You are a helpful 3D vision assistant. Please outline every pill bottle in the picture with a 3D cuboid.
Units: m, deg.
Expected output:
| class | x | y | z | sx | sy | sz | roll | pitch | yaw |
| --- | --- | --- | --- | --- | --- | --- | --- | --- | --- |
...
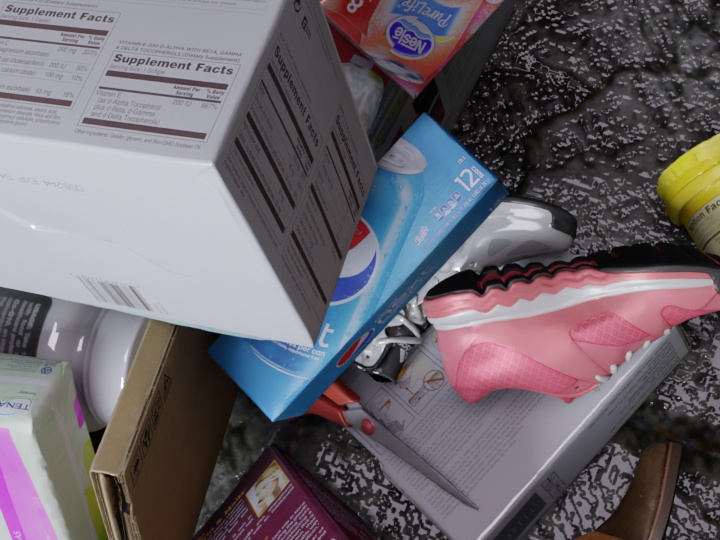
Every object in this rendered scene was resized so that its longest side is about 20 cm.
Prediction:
| class | x | y | z | sx | sy | sz | roll | pitch | yaw |
| --- | --- | --- | --- | --- | --- | --- | --- | --- | --- |
| pill bottle | -0.215 | 0.047 | 0.771 | 0.199 | 0.114 | 0.114 | 10 | 76 | 23 |

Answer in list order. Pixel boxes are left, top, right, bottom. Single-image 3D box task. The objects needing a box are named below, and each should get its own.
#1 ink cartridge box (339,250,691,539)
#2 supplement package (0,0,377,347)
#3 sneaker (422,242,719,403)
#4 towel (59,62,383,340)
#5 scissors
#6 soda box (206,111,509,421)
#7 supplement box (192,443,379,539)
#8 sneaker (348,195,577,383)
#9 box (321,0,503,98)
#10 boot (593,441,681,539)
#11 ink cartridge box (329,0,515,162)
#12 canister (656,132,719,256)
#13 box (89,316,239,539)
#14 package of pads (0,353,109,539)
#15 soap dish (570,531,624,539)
| class | x | y | z | sx | sy | sz | roll | pitch | yaw |
| --- | --- | --- | --- | --- | --- | --- | --- | --- | --- |
| ink cartridge box | 0.090 | 0.071 | 0.765 | 0.200 | 0.044 | 0.173 | -47 | 47 | -5 |
| supplement package | -0.113 | -0.061 | 0.536 | 0.199 | 0.156 | 0.111 | 10 | 63 | 20 |
| sneaker | 0.142 | 0.036 | 0.696 | 0.199 | 0.074 | 0.087 | -8 | 101 | 9 |
| towel | -0.103 | -0.055 | 0.649 | 0.199 | 0.048 | 0.172 | 11 | 67 | 20 |
| scissors | -0.002 | 0.090 | 0.740 | 0.200 | 0.014 | 0.073 | 20 | 115 | 38 |
| soda box | 0.000 | 0.000 | 0.704 | 0.064 | 0.068 | 0.200 | 43 | 97 | 12 |
| supplement box | -0.036 | 0.194 | 0.664 | 0.086 | 0.200 | 0.110 | 42 | 85 | -19 |
| sneaker | 0.050 | 0.018 | 0.764 | 0.200 | 0.076 | 0.116 | -7 | 73 | 23 |
| box | -0.007 | -0.203 | 0.674 | 0.103 | 0.095 | 0.200 | -47 | 43 | 9 |
| boot | 0.142 | 0.191 | 0.708 | 0.075 | 0.074 | 0.201 | 23 | 83 | 22 |
| ink cartridge box | 0.024 | -0.152 | 0.767 | 0.084 | 0.176 | 0.201 | 25 | 79 | 15 |
| canister | 0.305 | -0.007 | 0.725 | 0.148 | 0.087 | 0.201 | -27 | 73 | 2 |
| box | -0.110 | 0.088 | 0.690 | 0.021 | 0.164 | 0.200 | 6 | 46 | 7 |
| package of pads | -0.248 | 0.139 | 0.727 | 0.154 | 0.201 | 0.068 | 5 | 38 | 12 |
| soap dish | 0.088 | 0.235 | 0.601 | 0.081 | 0.157 | 0.200 | 37 | 106 | 25 |
